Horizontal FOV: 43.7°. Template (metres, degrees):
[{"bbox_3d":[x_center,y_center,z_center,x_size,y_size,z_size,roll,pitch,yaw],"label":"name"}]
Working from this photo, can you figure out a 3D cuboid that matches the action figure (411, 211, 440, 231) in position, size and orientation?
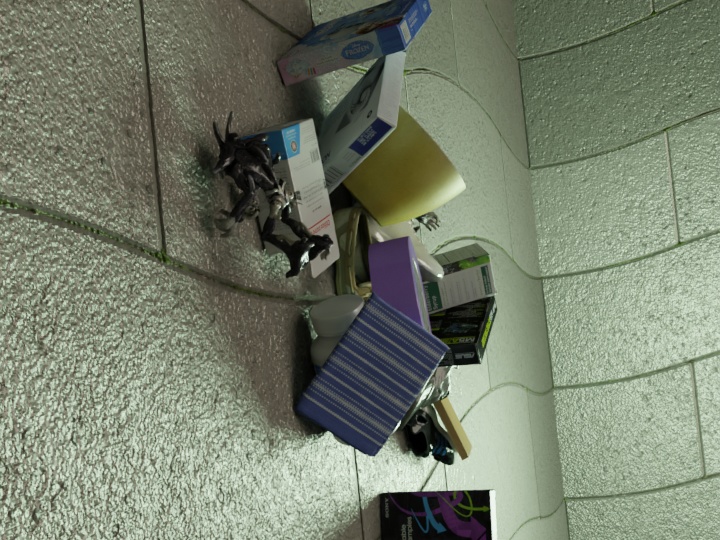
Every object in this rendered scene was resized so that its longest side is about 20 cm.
[{"bbox_3d":[0.089,-0.076,1.646,0.101,0.119,0.202,23,44,-23],"label":"action figure"}]

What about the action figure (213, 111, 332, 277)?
[{"bbox_3d":[-0.127,-0.086,1.093,0.201,0.101,0.119,54,34,-6],"label":"action figure"}]

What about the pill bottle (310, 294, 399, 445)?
[{"bbox_3d":[-0.011,0.145,1.324,0.112,0.110,0.203,-53,133,-61],"label":"pill bottle"}]

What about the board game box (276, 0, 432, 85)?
[{"bbox_3d":[-0.005,-0.356,1.366,0.044,0.196,0.201,67,25,-23],"label":"board game box"}]

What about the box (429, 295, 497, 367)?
[{"bbox_3d":[0.132,0.106,1.594,0.194,0.196,0.048,-62,140,-57],"label":"box"}]

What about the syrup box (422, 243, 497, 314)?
[{"bbox_3d":[0.137,0.023,1.620,0.082,0.197,0.080,-122,-163,-69],"label":"syrup box"}]

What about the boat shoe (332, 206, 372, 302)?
[{"bbox_3d":[0.001,-0.001,1.441,0.073,0.062,0.205,-19,101,-46],"label":"boat shoe"}]

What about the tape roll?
[{"bbox_3d":[0.064,0.053,1.370,0.200,0.064,0.204,-12,90,-84],"label":"tape roll"}]

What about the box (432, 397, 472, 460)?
[{"bbox_3d":[0.159,0.260,1.724,0.203,0.021,0.163,64,6,8],"label":"box"}]

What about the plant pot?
[{"bbox_3d":[0.051,-0.155,1.427,0.200,0.142,0.200,46,1,-1],"label":"plant pot"}]

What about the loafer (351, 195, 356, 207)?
[{"bbox_3d":[0.017,-0.128,1.546,0.072,0.062,0.203,-66,144,-57],"label":"loafer"}]

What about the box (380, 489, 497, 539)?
[{"bbox_3d":[0.129,0.440,1.489,0.036,0.197,0.146,23,62,-62],"label":"box"}]

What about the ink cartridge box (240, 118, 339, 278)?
[{"bbox_3d":[-0.093,-0.097,1.239,0.116,0.067,0.204,-41,122,-65],"label":"ink cartridge box"}]

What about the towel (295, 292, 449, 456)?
[{"bbox_3d":[0.016,0.150,1.264,0.144,0.201,0.024,34,5,-16],"label":"towel"}]

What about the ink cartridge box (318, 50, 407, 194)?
[{"bbox_3d":[-0.003,-0.243,1.371,0.040,0.199,0.203,27,50,-21],"label":"ink cartridge box"}]

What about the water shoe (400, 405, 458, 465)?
[{"bbox_3d":[0.124,0.327,1.716,0.079,0.071,0.201,-57,135,-30],"label":"water shoe"}]

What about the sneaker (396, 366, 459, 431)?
[{"bbox_3d":[0.117,0.211,1.604,0.091,0.075,0.201,47,64,-21],"label":"sneaker"}]

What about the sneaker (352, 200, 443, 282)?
[{"bbox_3d":[0.071,-0.059,1.519,0.199,0.075,0.089,34,68,-18],"label":"sneaker"}]
